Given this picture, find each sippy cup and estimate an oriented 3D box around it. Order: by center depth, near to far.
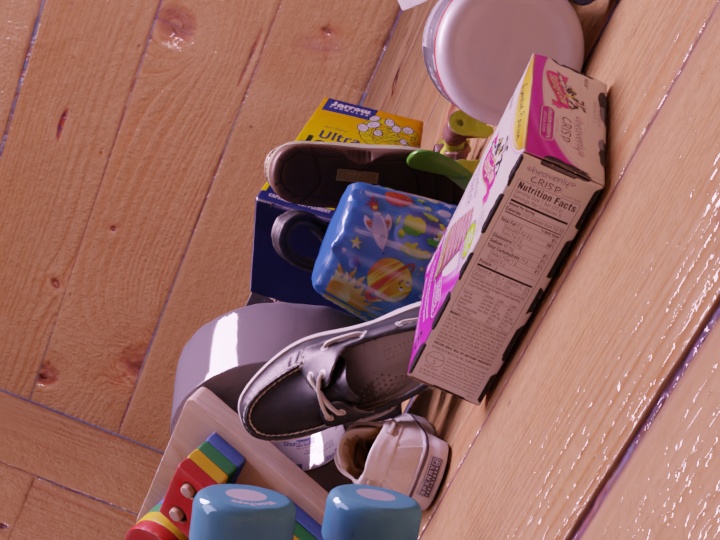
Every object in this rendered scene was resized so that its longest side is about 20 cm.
[{"bbox_3d":[0.033,-0.006,1.236,0.179,0.129,0.141,-79,12,-57],"label":"sippy cup"}]

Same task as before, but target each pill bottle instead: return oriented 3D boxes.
[{"bbox_3d":[0.110,-0.181,1.226,0.200,0.115,0.117,-101,33,-80],"label":"pill bottle"}]

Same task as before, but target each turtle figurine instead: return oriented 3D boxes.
[{"bbox_3d":[0.078,-0.090,1.438,0.161,0.064,0.202,123,167,-62],"label":"turtle figurine"}]

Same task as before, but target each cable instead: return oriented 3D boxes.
[{"bbox_3d":[0.000,0.000,1.331,0.050,0.198,0.098,43,117,58],"label":"cable"}]

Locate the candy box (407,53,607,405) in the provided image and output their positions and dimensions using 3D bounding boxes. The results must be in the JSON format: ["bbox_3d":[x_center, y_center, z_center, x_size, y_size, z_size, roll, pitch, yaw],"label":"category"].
[{"bbox_3d":[0.100,-0.028,1.039,0.137,0.060,0.201,-76,10,-55],"label":"candy box"}]

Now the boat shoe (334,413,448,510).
[{"bbox_3d":[0.015,0.142,1.174,0.200,0.069,0.072,-172,104,-84],"label":"boat shoe"}]

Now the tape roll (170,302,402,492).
[{"bbox_3d":[-0.063,0.117,1.295,0.067,0.198,0.201,-92,21,-44],"label":"tape roll"}]

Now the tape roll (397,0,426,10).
[{"bbox_3d":[0.118,-0.294,1.352,0.201,0.037,0.203,-27,10,5],"label":"tape roll"}]

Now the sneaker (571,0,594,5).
[{"bbox_3d":[0.184,-0.290,1.095,0.074,0.081,0.202,-81,11,-59],"label":"sneaker"}]

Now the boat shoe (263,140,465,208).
[{"bbox_3d":[0.012,-0.080,1.321,0.076,0.198,0.073,-144,68,-72],"label":"boat shoe"}]

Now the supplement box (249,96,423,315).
[{"bbox_3d":[-0.020,-0.063,1.447,0.201,0.108,0.111,-62,-17,-52],"label":"supplement box"}]

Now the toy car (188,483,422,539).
[{"bbox_3d":[-0.004,0.235,0.839,0.199,0.175,0.187,17,99,56],"label":"toy car"}]

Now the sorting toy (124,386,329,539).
[{"bbox_3d":[-0.102,0.232,1.240,0.070,0.199,0.200,-41,-15,-43],"label":"sorting toy"}]

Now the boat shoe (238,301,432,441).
[{"bbox_3d":[-0.007,0.079,1.153,0.199,0.076,0.060,-29,9,8],"label":"boat shoe"}]

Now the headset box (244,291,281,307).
[{"bbox_3d":[-0.044,0.063,1.544,0.077,0.148,0.200,-49,-6,-33],"label":"headset box"}]
